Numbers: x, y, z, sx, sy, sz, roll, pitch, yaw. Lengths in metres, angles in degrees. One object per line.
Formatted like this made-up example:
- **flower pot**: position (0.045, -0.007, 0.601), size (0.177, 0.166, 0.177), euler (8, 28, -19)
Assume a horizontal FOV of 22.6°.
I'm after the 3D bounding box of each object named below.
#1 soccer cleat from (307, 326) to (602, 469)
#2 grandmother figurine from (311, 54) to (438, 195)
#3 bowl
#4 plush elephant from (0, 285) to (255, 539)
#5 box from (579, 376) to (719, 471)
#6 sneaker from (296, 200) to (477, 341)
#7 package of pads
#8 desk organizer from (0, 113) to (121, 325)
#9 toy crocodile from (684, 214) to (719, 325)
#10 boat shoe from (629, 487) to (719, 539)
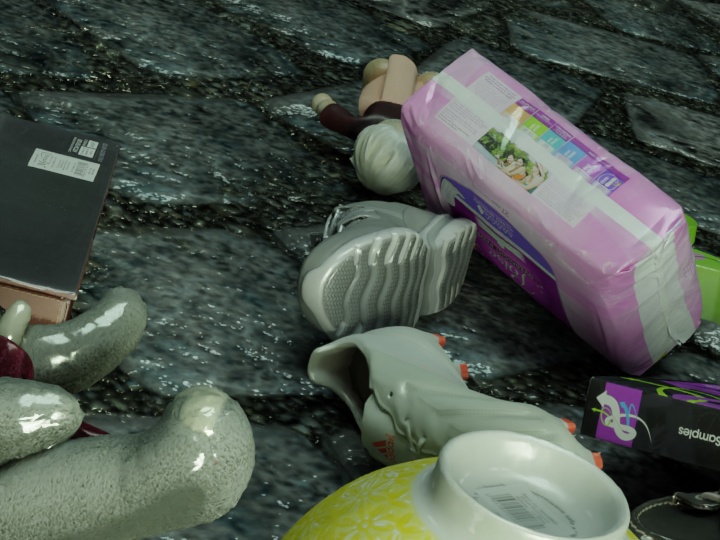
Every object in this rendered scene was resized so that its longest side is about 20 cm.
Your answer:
- **soccer cleat**: position (0.044, 0.085, 0.883), size (0.077, 0.070, 0.200), euler (-4, 23, -29)
- **grandmother figurine**: position (0.023, -0.106, 1.304), size (0.120, 0.061, 0.200), euler (7, 21, -1)
- **bowl**: position (0.055, 0.130, 0.725), size (0.198, 0.109, 0.201), euler (14, 22, -6)
- **plush elephant**: position (-0.134, 0.064, 0.677), size (0.198, 0.165, 0.156), euler (-9, 52, 0)
- **box**: position (0.233, 0.091, 0.923), size (0.199, 0.037, 0.142), euler (14, 4, 37)
- **sneaker**: position (0.000, 0.000, 1.046), size (0.081, 0.076, 0.200), euler (17, 11, 18)
- **package of pads**: position (0.118, -0.035, 1.102), size (0.075, 0.121, 0.200), euler (-39, 55, -14)
- **desk organizer**: position (-0.173, -0.004, 0.912), size (0.071, 0.078, 0.200), euler (13, 23, -7)
- **toy crocodile**: position (0.161, -0.016, 1.179), size (0.199, 0.068, 0.061), euler (29, 30, 32)
- **boat shoe**: position (0.197, 0.126, 0.854), size (0.198, 0.057, 0.067), euler (15, 15, -34)
